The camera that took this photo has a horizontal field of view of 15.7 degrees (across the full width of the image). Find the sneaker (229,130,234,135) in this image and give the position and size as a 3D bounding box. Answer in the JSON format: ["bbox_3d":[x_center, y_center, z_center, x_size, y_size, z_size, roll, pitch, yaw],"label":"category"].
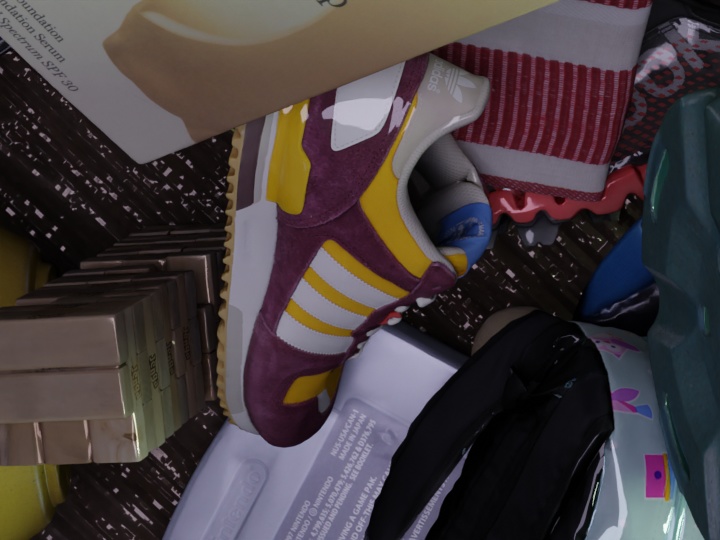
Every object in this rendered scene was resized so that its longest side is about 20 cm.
[{"bbox_3d":[0.025,-0.101,0.985,0.199,0.081,0.074,-30,93,13],"label":"sneaker"}]

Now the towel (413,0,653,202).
[{"bbox_3d":[0.028,-0.105,0.880,0.143,0.023,0.201,11,141,4],"label":"towel"}]

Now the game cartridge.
[{"bbox_3d":[-0.010,0.116,1.049,0.133,0.041,0.201,28,102,1],"label":"game cartridge"}]

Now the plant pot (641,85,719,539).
[{"bbox_3d":[0.199,0.009,0.810,0.195,0.200,0.202,-7,98,-10],"label":"plant pot"}]

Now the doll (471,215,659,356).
[{"bbox_3d":[0.138,0.019,0.973,0.199,0.049,0.137,-7,136,15],"label":"doll"}]

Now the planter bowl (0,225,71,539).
[{"bbox_3d":[-0.153,0.045,0.989,0.083,0.200,0.202,-4,98,-2],"label":"planter bowl"}]

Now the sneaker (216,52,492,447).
[{"bbox_3d":[0.000,0.000,0.936,0.090,0.075,0.201,11,141,7],"label":"sneaker"}]

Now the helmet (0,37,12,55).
[{"bbox_3d":[-0.161,-0.175,0.951,0.199,0.191,0.201,-2,64,4],"label":"helmet"}]

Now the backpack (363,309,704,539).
[{"bbox_3d":[0.079,0.114,0.937,0.126,0.167,0.201,12,113,-23],"label":"backpack"}]

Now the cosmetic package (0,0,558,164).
[{"bbox_3d":[-0.018,-0.115,0.805,0.199,0.071,0.105,-20,133,34],"label":"cosmetic package"}]

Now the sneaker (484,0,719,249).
[{"bbox_3d":[0.095,-0.065,0.984,0.199,0.071,0.099,-12,97,9],"label":"sneaker"}]

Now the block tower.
[{"bbox_3d":[-0.081,0.023,0.963,0.057,0.200,0.054,-2,100,15],"label":"block tower"}]
